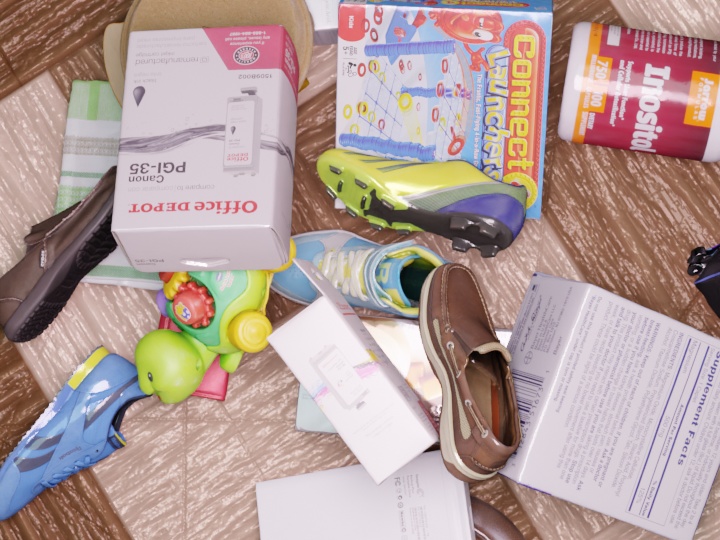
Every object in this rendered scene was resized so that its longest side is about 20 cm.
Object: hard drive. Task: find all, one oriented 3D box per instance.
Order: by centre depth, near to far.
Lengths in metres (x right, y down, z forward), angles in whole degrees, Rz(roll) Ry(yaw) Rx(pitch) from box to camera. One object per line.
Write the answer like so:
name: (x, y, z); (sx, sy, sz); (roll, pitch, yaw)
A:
hard drive: (0.006, 0.246, 1.701); (0.199, 0.027, 0.132); (-11, 71, 13)

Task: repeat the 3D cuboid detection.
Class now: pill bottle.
pill bottle: (0.288, -0.162, 1.699); (0.199, 0.113, 0.113); (8, 85, 6)

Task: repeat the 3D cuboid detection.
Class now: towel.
towel: (-0.220, -0.082, 1.772); (0.149, 0.031, 0.201); (5, 82, 12)

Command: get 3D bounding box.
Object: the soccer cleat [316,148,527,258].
soccer cleat: (0.058, -0.075, 1.681); (0.200, 0.065, 0.084); (19, 57, 15)

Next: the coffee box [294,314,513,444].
coffee box: (0.045, 0.102, 1.710); (0.199, 0.080, 0.115); (6, 88, 5)

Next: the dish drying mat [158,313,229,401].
dish drying mat: (-0.151, 0.021, 1.767); (0.077, 0.018, 0.201); (9, 85, 5)

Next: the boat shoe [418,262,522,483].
boat shoe: (0.104, 0.078, 1.590); (0.074, 0.075, 0.203); (7, 61, -32)

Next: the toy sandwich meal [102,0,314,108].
toy sandwich meal: (-0.138, -0.204, 1.729); (0.204, 0.070, 0.206); (-2, 79, 8)

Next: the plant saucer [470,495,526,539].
plant saucer: (0.070, 0.306, 1.716); (0.199, 0.032, 0.201); (-1, 85, 6)

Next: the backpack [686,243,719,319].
backpack: (0.421, -0.016, 1.650); (0.200, 0.183, 0.135); (-36, 91, -11)

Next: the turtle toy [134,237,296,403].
turtle toy: (-0.140, 0.028, 1.677); (0.101, 0.146, 0.201); (18, 86, -19)

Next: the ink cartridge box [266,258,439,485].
ink cartridge box: (-0.014, 0.087, 1.618); (0.067, 0.116, 0.200); (-37, 84, 4)

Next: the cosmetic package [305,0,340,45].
cosmetic package: (0.046, -0.276, 1.752); (0.199, 0.074, 0.102); (-5, 85, 6)

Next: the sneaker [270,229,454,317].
sneaker: (0.000, 0.000, 1.700); (0.199, 0.131, 0.080); (5, 87, 5)

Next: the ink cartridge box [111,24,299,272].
ink cartridge box: (-0.133, -0.107, 1.611); (0.146, 0.083, 0.201); (-2, 66, 7)

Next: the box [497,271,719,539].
box: (0.225, 0.122, 1.641); (0.200, 0.105, 0.185); (23, 87, -25)

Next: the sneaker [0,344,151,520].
sneaker: (-0.277, 0.169, 1.740); (0.078, 0.066, 0.200); (39, 89, 3)

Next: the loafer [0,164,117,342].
loafer: (-0.282, -0.027, 1.722); (0.071, 0.073, 0.200); (41, 90, 15)

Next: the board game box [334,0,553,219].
board game box: (0.076, -0.153, 1.706); (0.195, 0.056, 0.201); (3, 110, 6)
